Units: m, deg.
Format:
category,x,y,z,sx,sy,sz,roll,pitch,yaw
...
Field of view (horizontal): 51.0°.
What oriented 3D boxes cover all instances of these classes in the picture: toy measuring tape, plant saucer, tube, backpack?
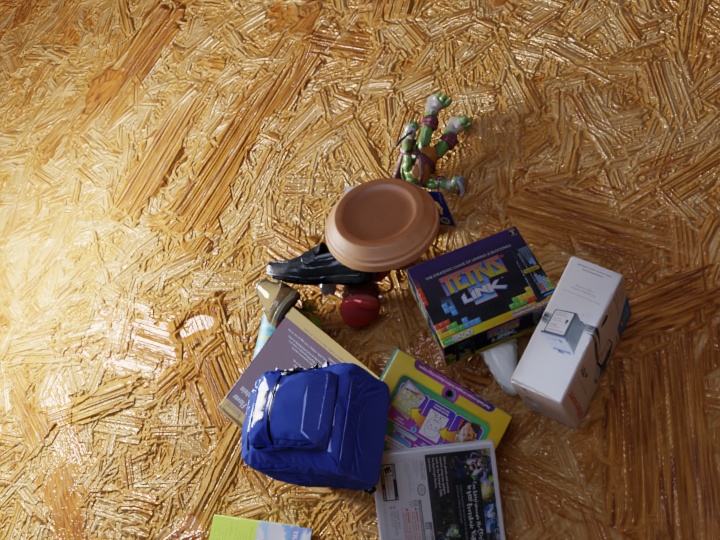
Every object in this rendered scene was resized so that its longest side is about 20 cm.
category,x,y,z,sx,sy,sz,roll,pitch,yaw
toy measuring tape,-0.114,0.145,1.350,0.072,0.074,0.204,5,65,29
plant saucer,0.034,-0.086,1.255,0.195,0.038,0.203,-8,48,8
tube,-0.170,0.152,1.397,0.076,0.050,0.205,-5,67,38
backpack,-0.079,0.207,1.054,0.197,0.167,0.166,-11,54,39

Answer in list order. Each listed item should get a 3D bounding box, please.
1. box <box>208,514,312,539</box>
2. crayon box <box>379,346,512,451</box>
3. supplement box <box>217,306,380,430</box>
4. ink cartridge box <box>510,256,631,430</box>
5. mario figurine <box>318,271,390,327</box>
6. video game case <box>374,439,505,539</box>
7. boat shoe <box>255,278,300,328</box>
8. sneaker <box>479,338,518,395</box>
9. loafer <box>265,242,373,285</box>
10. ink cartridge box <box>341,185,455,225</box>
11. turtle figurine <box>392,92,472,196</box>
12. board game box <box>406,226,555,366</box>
category,x,y,z,sx,sy,sz,roll,pitch,yaw
box,-0.163,0.472,1.222,0.195,0.048,0.125,-3,65,27
crayon box,0.098,0.242,1.121,0.197,0.058,0.175,30,88,0
supplement box,-0.085,0.210,1.231,0.196,0.133,0.202,36,84,18
ink cartridge box,0.310,0.108,1.095,0.085,0.147,0.203,21,76,32
mario figurine,0.000,0.000,1.351,0.121,0.106,0.206,7,84,26
video game case,0.113,0.351,1.070,0.177,0.023,0.206,-7,89,7
boat shoe,-0.151,0.048,1.303,0.076,0.200,0.072,38,87,-4
sneaker,0.217,0.101,1.198,0.079,0.077,0.203,-24,57,3
loafer,-0.070,-0.012,1.293,0.195,0.068,0.072,-1,82,20
ink cartridge box,0.067,-0.107,1.367,0.196,0.095,0.038,5,57,30
turtle figurine,0.143,-0.219,1.357,0.141,0.201,0.197,24,69,4
board game box,0.191,0.036,1.182,0.196,0.057,0.167,-22,51,-4
